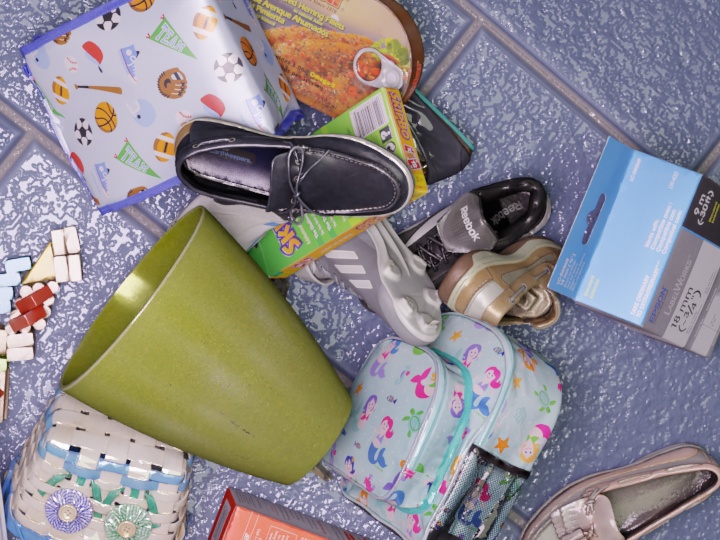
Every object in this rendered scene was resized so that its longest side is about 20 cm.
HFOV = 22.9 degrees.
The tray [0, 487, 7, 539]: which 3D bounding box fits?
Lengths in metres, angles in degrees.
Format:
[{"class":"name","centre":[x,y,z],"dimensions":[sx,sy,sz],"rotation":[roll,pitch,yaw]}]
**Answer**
[{"class":"tray","centre":[-0.325,0.179,1.494],"dimensions":[0.022,0.107,0.201],"rotation":[-9,96,-30]}]

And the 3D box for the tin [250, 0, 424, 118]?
[{"class":"tin","centre":[-0.036,-0.203,1.526],"dimensions":[0.199,0.042,0.112],"rotation":[29,119,18]}]

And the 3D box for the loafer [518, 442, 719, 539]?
[{"class":"loafer","centre":[0.239,0.218,1.625],"dimensions":[0.199,0.063,0.072],"rotation":[-27,98,-6]}]

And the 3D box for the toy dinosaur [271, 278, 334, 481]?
[{"class":"toy dinosaur","centre":[-0.084,0.098,1.563],"dimensions":[0.088,0.047,0.201],"rotation":[-22,72,30]}]

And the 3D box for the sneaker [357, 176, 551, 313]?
[{"class":"sneaker","centre":[0.084,-0.029,1.569],"dimensions":[0.199,0.091,0.067],"rotation":[-30,82,-7]}]

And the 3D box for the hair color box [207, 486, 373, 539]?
[{"class":"hair color box","centre":[-0.032,0.260,1.570],"dimensions":[0.199,0.102,0.061],"rotation":[21,89,-8]}]

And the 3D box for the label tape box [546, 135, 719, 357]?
[{"class":"label tape box","centre":[0.265,-0.016,1.559],"dimensions":[0.200,0.063,0.145],"rotation":[22,90,-49]}]

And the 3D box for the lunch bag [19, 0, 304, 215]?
[{"class":"lunch bag","centre":[-0.174,-0.157,1.511],"dimensions":[0.199,0.124,0.171],"rotation":[-24,99,18]}]

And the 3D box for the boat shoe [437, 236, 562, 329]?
[{"class":"boat shoe","centre":[0.142,0.022,1.538],"dimensions":[0.076,0.200,0.072],"rotation":[39,116,22]}]

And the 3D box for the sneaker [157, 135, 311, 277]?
[{"class":"sneaker","centre":[-0.097,-0.059,1.520],"dimensions":[0.200,0.073,0.072],"rotation":[-35,112,27]}]

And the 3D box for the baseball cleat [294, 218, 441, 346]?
[{"class":"baseball cleat","centre":[0.000,0.000,1.545],"dimensions":[0.106,0.070,0.200],"rotation":[-46,56,31]}]

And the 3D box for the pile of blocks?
[{"class":"pile of blocks","centre":[-0.306,0.044,1.537],"dimensions":[0.082,0.062,0.201],"rotation":[29,89,-9]}]

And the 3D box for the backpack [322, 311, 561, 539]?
[{"class":"backpack","centre":[0.072,0.135,1.535],"dimensions":[0.150,0.177,0.200],"rotation":[36,86,-31]}]

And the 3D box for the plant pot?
[{"class":"plant pot","centre":[-0.111,0.082,1.456],"dimensions":[0.200,0.187,0.187],"rotation":[39,88,-13]}]

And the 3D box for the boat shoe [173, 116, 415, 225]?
[{"class":"boat shoe","centre":[-0.056,-0.075,1.422],"dimensions":[0.199,0.062,0.075],"rotation":[12,121,2]}]

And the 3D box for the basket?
[{"class":"basket","centre":[-0.231,0.206,1.530],"dimensions":[0.176,0.139,0.201],"rotation":[14,126,-8]}]

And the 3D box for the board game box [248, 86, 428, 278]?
[{"class":"board game box","centre":[-0.030,-0.069,1.514],"dimensions":[0.030,0.200,0.096],"rotation":[5,63,-49]}]

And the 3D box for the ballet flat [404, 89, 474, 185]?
[{"class":"ballet flat","centre":[0.018,-0.156,1.569],"dimensions":[0.073,0.073,0.200],"rotation":[-41,100,-4]}]
